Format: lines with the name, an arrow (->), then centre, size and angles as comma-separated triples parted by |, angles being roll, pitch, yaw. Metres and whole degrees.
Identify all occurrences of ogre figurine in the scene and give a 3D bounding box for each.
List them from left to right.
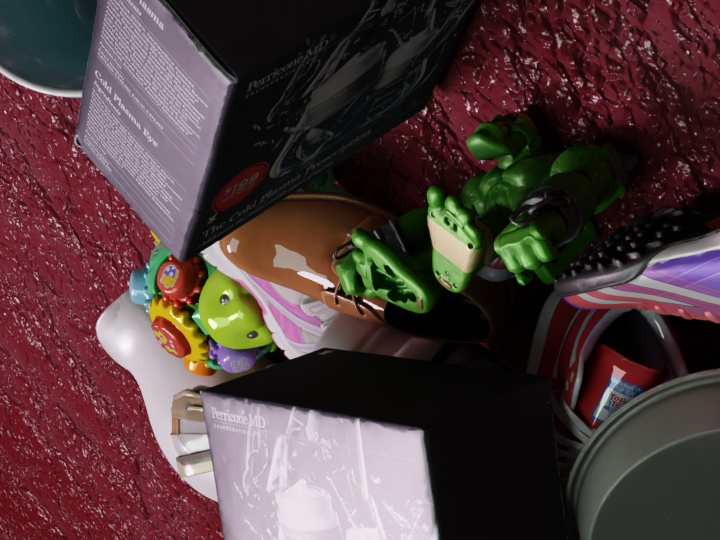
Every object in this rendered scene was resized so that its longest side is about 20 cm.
ogre figurine -> 0.075, -0.028, 0.931 | 0.098, 0.120, 0.200 | 54, 150, 8

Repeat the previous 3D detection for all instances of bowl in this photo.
bowl -> -0.153, -0.202, 1.038 | 0.201, 0.201, 0.105 | 44, -170, 17

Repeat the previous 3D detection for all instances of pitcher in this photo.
pitcher -> -0.122, 0.117, 1.397 | 0.200, 0.121, 0.172 | 44, 175, 29

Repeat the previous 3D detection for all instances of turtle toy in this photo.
turtle toy -> -0.107, 0.021, 1.250 | 0.146, 0.101, 0.200 | 53, 153, -13

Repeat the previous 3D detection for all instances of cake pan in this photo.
cake pan -> 0.211, 0.144, 0.883 | 0.200, 0.037, 0.201 | 4, 121, 6

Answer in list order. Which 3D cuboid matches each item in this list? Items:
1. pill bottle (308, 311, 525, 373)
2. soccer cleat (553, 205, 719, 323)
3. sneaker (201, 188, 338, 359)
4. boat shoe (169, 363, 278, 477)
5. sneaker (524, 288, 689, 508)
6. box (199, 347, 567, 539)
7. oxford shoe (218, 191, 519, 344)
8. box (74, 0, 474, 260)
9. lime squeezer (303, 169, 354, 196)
pill bottle -> 0.060, 0.106, 1.064 | 0.200, 0.120, 0.120 | 32, 146, 16
soccer cleat -> 0.186, 0.003, 0.834 | 0.200, 0.068, 0.073 | -17, 108, 45
sneaker -> -0.030, 0.009, 1.128 | 0.088, 0.081, 0.200 | 3, 146, 50
boat shoe -> -0.057, 0.104, 1.243 | 0.075, 0.199, 0.069 | 1, -106, -75
sneaker -> 0.130, 0.103, 0.927 | 0.112, 0.071, 0.201 | 177, 102, -76
box -> 0.016, 0.151, 0.943 | 0.200, 0.104, 0.183 | 3, 104, 48
oxford shoe -> 0.000, 0.000, 1.032 | 0.199, 0.071, 0.072 | 13, 118, 8
box -> -0.042, -0.130, 0.892 | 0.104, 0.200, 0.182 | 48, 151, 14
lime squeezer -> -0.043, -0.054, 1.159 | 0.200, 0.038, 0.071 | 12, 131, 49
